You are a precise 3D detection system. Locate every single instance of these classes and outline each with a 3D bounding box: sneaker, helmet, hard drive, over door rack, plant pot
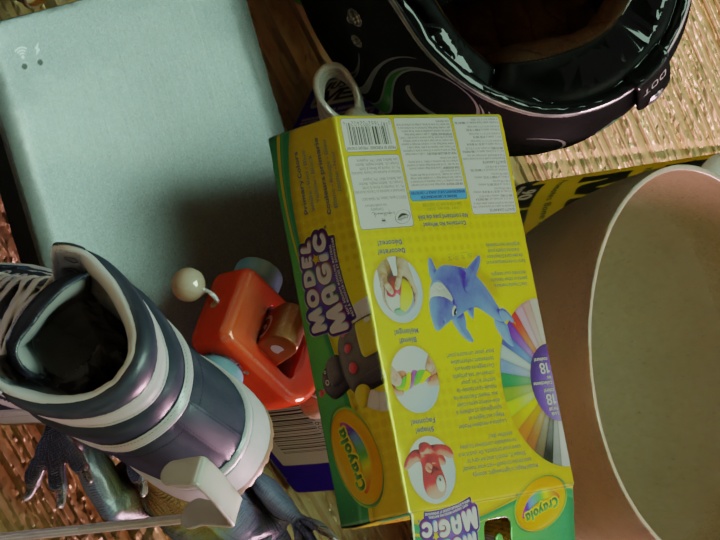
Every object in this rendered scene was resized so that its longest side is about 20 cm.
[{"bbox_3d":[-0.134,0.024,1.140,0.070,0.200,0.108,-61,143,-10],"label":"sneaker"},{"bbox_3d":[0.061,-0.152,1.388,0.199,0.191,0.201,-1,96,-14],"label":"helmet"},{"bbox_3d":[-0.092,-0.028,1.303,0.139,0.033,0.201,-18,94,-32],"label":"hard drive"},{"bbox_3d":[-0.125,0.167,1.122,0.067,0.200,0.148,35,55,-32],"label":"over door rack"},{"bbox_3d":[0.121,0.055,1.458,0.200,0.134,0.201,13,73,-48],"label":"plant pot"}]

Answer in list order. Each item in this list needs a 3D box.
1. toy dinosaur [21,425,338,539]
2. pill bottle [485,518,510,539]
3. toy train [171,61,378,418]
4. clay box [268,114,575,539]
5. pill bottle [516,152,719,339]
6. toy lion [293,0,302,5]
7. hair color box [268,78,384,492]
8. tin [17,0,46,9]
[{"bbox_3d":[-0.052,0.096,1.245,0.181,0.105,0.201,25,48,-53],"label":"toy dinosaur"},{"bbox_3d":[0.093,0.172,1.516,0.200,0.111,0.112,-31,108,-53],"label":"pill bottle"},{"bbox_3d":[0.000,0.000,1.305,0.150,0.056,0.200,49,47,-29],"label":"toy train"},{"bbox_3d":[0.030,0.033,1.256,0.115,0.048,0.201,-3,82,-47],"label":"clay box"},{"bbox_3d":[0.172,-0.004,1.585,0.114,0.199,0.115,16,70,-53],"label":"pill bottle"},{"bbox_3d":[0.001,-0.224,1.516,0.192,0.069,0.201,32,58,-39],"label":"toy lion"},{"bbox_3d":[-0.005,0.000,1.451,0.109,0.065,0.200,54,46,-33],"label":"hair color box"},{"bbox_3d":[-0.126,-0.200,1.287,0.200,0.042,0.112,-64,170,-45],"label":"tin"}]
